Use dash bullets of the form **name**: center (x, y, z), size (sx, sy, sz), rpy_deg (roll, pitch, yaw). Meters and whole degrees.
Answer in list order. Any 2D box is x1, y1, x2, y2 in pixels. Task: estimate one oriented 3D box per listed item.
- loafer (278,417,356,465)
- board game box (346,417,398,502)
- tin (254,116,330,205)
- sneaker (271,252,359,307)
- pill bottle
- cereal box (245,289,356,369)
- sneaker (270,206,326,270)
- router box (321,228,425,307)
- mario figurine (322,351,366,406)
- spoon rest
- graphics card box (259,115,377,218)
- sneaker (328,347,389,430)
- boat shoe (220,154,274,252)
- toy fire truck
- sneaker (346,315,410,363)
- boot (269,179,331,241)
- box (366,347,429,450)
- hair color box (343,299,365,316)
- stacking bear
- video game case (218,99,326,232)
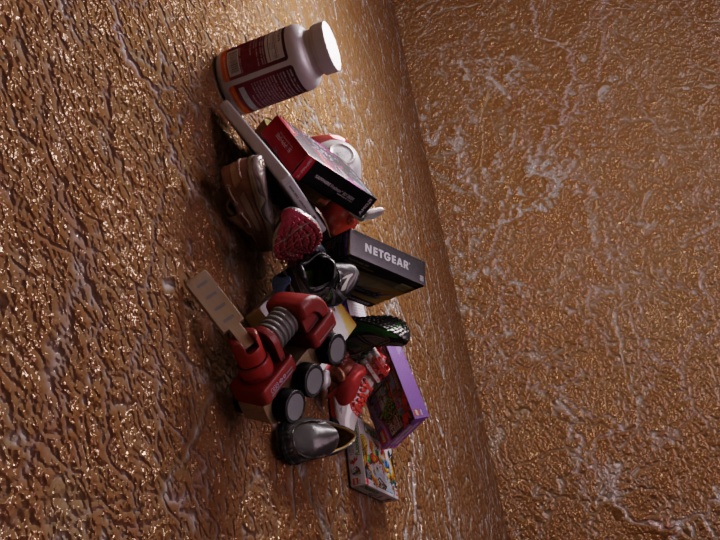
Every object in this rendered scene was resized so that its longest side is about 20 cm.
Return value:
- **loafer**: center (-0.068, 0.263, 1.171), size (0.200, 0.071, 0.074), rpy_deg (23, 54, -71)
- **board game box**: center (0.022, 0.378, 1.464), size (0.200, 0.034, 0.128), rpy_deg (50, 28, -58)
- **tin**: center (-0.120, -0.199, 1.354), size (0.201, 0.042, 0.112), rpy_deg (52, 13, 17)
- **sneaker**: center (-0.057, 0.016, 1.188), size (0.199, 0.082, 0.072), rpy_deg (-4, 65, -57)
- **pill bottle**: center (-0.139, -0.351, 1.272), size (0.113, 0.197, 0.115), rpy_deg (-15, 90, -75)
- **cereal box**: center (-0.090, 0.083, 1.198), size (0.145, 0.039, 0.200), rpy_deg (55, 29, -9)
- **sneaker**: center (-0.105, -0.056, 1.144), size (0.200, 0.080, 0.076), rpy_deg (88, -23, -76)
- **router box**: center (0.000, 0.000, 1.377), size (0.198, 0.156, 0.053), rpy_deg (22, 59, -38)
- **mario figurine**: center (-0.072, 0.150, 1.316), size (0.123, 0.106, 0.202), rpy_deg (-25, 89, -39)
- **spoon rest**: center (-0.024, -0.170, 1.412), size (0.202, 0.098, 0.061), rpy_deg (62, -32, 26)
- **graphics card box**: center (-0.069, -0.174, 1.264), size (0.199, 0.051, 0.126), rpy_deg (29, 19, -50)
- **sneaker**: center (0.000, 0.217, 1.401), size (0.068, 0.106, 0.204), rpy_deg (57, 23, -46)
- **boat shoe**: center (-0.173, -0.101, 1.149), size (0.201, 0.070, 0.077), rpy_deg (86, -4, -52)
- **toy fire truck**: center (-0.131, 0.078, 1.002), size (0.176, 0.127, 0.202), rpy_deg (-50, 133, -41)
- **sneaker**: center (0.011, 0.128, 1.374), size (0.077, 0.198, 0.087), rpy_deg (-9, 94, -49)
- **boot**: center (-0.100, -0.113, 1.416), size (0.097, 0.074, 0.202), rpy_deg (-79, 145, -59)
- **box**: center (0.054, 0.234, 1.475), size (0.039, 0.137, 0.202), rpy_deg (-1, 55, -32)
- **hair color box**: center (-0.043, 0.036, 1.508), size (0.109, 0.064, 0.203), rpy_deg (21, 57, -71)
- **stacking bear**: center (-0.060, -0.159, 1.475), size (0.113, 0.121, 0.202), rpy_deg (12, 48, -50)
- **video game case**: center (-0.143, -0.166, 1.220), size (0.200, 0.023, 0.182), rpy_deg (50, -3, 28)
